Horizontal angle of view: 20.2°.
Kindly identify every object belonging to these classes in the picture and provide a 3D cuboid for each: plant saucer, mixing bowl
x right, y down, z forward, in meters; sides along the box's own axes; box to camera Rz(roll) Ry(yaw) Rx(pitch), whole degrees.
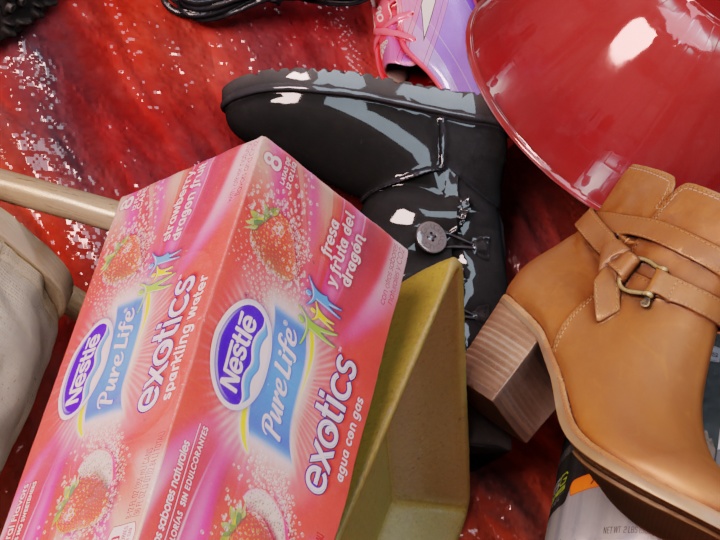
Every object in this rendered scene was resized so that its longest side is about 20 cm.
[{"bbox_3d":[-0.001,0.123,0.942,0.048,0.201,0.201,13,50,16],"label":"plant saucer"},{"bbox_3d":[0.170,-0.123,1.112,0.199,0.109,0.201,23,40,-20],"label":"mixing bowl"}]

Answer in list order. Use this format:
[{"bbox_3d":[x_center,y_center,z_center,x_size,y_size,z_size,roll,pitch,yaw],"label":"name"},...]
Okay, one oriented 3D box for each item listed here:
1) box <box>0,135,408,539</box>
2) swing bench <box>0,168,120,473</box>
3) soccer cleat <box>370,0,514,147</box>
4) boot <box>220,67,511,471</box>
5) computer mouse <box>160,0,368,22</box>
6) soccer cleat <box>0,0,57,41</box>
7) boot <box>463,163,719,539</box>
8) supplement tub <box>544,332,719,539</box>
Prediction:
[{"bbox_3d":[-0.065,0.060,0.837,0.095,0.102,0.201,37,53,-31],"label":"box"},{"bbox_3d":[-0.212,0.040,0.912,0.199,0.130,0.200,25,56,-6],"label":"swing bench"},{"bbox_3d":[0.031,-0.152,1.175,0.076,0.067,0.201,-17,75,-28],"label":"soccer cleat"},{"bbox_3d":[0.001,0.000,1.075,0.164,0.066,0.202,5,77,-6],"label":"boot"},{"bbox_3d":[-0.048,-0.238,1.164,0.139,0.046,0.201,-2,64,-4],"label":"computer mouse"},{"bbox_3d":[-0.182,-0.199,1.100,0.073,0.068,0.201,23,57,15],"label":"soccer cleat"},{"bbox_3d":[0.152,0.037,0.980,0.200,0.074,0.155,35,79,37],"label":"boot"},{"bbox_3d":[0.168,0.096,1.071,0.122,0.123,0.201,24,55,-13],"label":"supplement tub"}]
